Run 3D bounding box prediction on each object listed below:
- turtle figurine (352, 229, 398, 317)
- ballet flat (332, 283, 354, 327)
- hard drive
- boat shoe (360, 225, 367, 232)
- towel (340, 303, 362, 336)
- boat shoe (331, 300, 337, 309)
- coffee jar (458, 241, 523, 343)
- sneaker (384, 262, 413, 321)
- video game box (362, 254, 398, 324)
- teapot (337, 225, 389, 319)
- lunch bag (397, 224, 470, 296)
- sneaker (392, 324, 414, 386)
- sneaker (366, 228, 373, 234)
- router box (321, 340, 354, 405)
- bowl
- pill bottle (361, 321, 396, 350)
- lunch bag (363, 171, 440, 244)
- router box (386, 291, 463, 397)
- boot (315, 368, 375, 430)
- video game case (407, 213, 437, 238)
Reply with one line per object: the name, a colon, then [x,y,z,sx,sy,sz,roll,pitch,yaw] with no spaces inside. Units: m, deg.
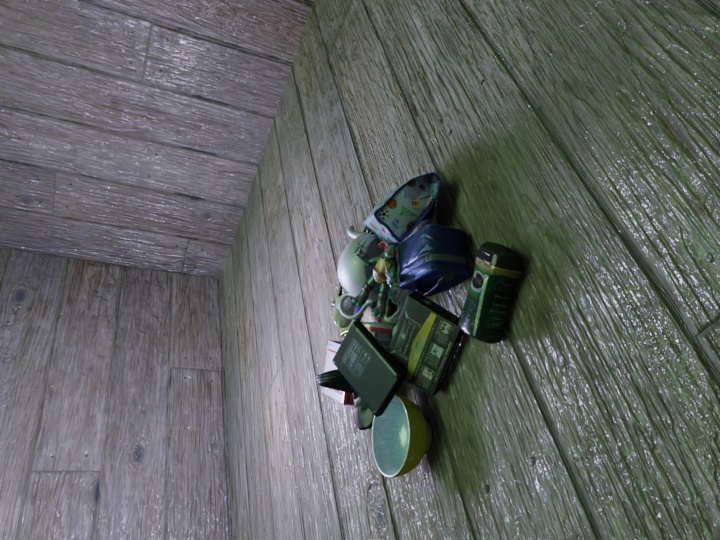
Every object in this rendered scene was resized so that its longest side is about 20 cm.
turtle figurine: [0.051,0.006,1.547,0.149,0.099,0.205,35,118,38]
ballet flat: [-0.047,0.087,1.780,0.202,0.068,0.071,-82,13,-60]
hard drive: [0.019,0.250,1.548,0.200,0.032,0.142,46,119,32]
boat shoe: [0.029,-0.077,1.904,0.064,0.072,0.202,-23,31,37]
towel: [-0.002,0.094,1.815,0.144,0.022,0.204,-46,20,61]
boat shoe: [-0.040,0.126,1.934,0.200,0.070,0.070,17,-107,-74]
coffee jar: [0.282,0.045,1.307,0.104,0.083,0.206,-137,58,-65]
sneaker: [0.110,0.052,1.669,0.074,0.086,0.206,20,106,32]
video game box: [0.066,0.064,1.837,0.182,0.046,0.206,158,118,-67]
teapot: [0.000,0.000,1.708,0.143,0.200,0.201,-6,117,34]
lunch bag: [0.175,-0.012,1.504,0.200,0.132,0.136,142,132,-59]
sneaker: [0.116,0.221,1.630,0.202,0.079,0.078,-108,34,-47]
sneaker: [0.082,-0.127,1.756,0.200,0.085,0.078,138,136,-55]
router box: [-0.064,0.340,2.034,0.199,0.048,0.185,-176,94,-66]
bowl: [0.117,0.418,1.529,0.200,0.105,0.206,143,131,-57]
pill bottle: [0.043,0.255,1.737,0.119,0.117,0.206,168,108,-64]
lunch bag: [0.121,-0.167,1.593,0.201,0.124,0.170,-48,7,-9]
router box: [0.156,0.181,1.490,0.155,0.052,0.204,31,115,26]
boot: [-0.017,0.350,1.649,0.076,0.194,0.173,12,-112,-82]
video game case: [0.159,-0.139,1.718,0.182,0.022,0.206,139,134,-56]
